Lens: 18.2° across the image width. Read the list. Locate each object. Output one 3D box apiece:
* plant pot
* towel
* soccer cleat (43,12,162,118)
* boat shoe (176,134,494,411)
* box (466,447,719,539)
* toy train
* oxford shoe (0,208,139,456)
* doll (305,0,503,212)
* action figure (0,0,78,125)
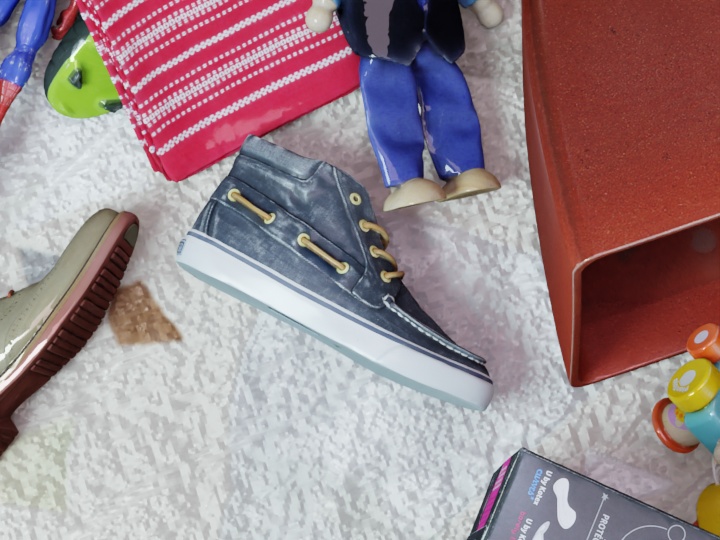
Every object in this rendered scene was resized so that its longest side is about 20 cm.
[{"bbox_3d":[0.180,-0.075,1.237,0.199,0.200,0.177,-18,68,-2],"label":"plant pot"},{"bbox_3d":[-0.086,-0.159,1.269,0.144,0.023,0.201,-27,122,-6],"label":"towel"},{"bbox_3d":[-0.114,-0.172,1.316,0.200,0.067,0.081,-46,44,6],"label":"soccer cleat"},{"bbox_3d":[0.000,0.000,1.277,0.199,0.071,0.091,28,83,6],"label":"boat shoe"},{"bbox_3d":[0.104,0.181,1.180,0.114,0.200,0.133,23,82,3],"label":"box"},{"bbox_3d":[0.223,0.129,1.250,0.055,0.150,0.201,-26,70,37],"label":"toy train"},{"bbox_3d":[-0.204,0.036,1.276,0.075,0.070,0.200,36,82,12],"label":"oxford shoe"},{"bbox_3d":[0.031,-0.139,1.292,0.136,0.048,0.201,-11,90,-33],"label":"doll"},{"bbox_3d":[-0.196,-0.163,1.319,0.065,0.052,0.201,24,77,-1],"label":"action figure"}]
